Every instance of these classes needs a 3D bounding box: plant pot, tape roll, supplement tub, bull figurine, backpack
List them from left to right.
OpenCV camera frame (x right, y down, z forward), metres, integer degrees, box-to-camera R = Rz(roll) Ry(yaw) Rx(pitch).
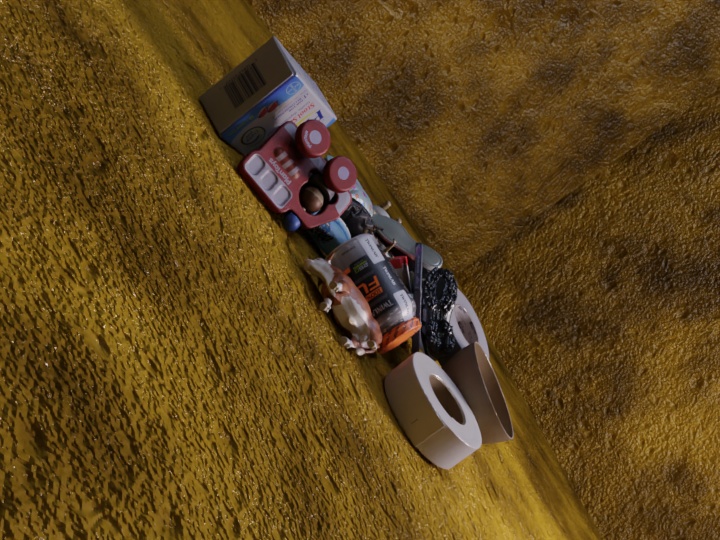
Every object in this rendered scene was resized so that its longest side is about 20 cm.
[{"bbox_3d":[-0.055,-0.157,1.674,0.167,0.126,0.201,41,14,-44],"label":"backpack"},{"bbox_3d":[-0.028,0.058,1.286,0.201,0.065,0.121,53,14,-4],"label":"bull figurine"},{"bbox_3d":[0.023,0.044,1.403,0.202,0.122,0.122,57,10,14],"label":"supplement tub"},{"bbox_3d":[0.130,0.249,1.348,0.203,0.070,0.203,48,17,-19],"label":"tape roll"},{"bbox_3d":[0.210,0.136,1.675,0.200,0.065,0.203,45,29,-34],"label":"tape roll"},{"bbox_3d":[0.210,0.264,1.519,0.202,0.132,0.202,59,16,-28],"label":"plant pot"}]

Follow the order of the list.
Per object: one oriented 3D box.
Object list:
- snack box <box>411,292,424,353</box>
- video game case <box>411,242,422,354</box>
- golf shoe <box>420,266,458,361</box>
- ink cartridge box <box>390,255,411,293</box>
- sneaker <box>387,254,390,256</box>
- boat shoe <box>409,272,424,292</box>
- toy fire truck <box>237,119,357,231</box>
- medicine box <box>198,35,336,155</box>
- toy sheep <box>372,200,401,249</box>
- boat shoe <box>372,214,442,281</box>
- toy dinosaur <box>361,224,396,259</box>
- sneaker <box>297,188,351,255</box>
[{"bbox_3d":[0.114,0.098,1.768,0.169,0.067,0.200,52,3,-24],"label":"snack box"},{"bbox_3d":[0.115,0.053,1.521,0.201,0.019,0.146,-78,169,-62],"label":"video game case"},{"bbox_3d":[0.152,0.091,1.554,0.095,0.076,0.203,112,-11,-59],"label":"golf shoe"},{"bbox_3d":[0.068,0.035,1.584,0.116,0.066,0.205,-20,103,-80],"label":"ink cartridge box"},{"bbox_3d":[0.030,-0.081,1.912,0.202,0.099,0.078,55,10,-5],"label":"sneaker"},{"bbox_3d":[0.145,0.026,1.784,0.072,0.060,0.202,48,-6,19],"label":"boat shoe"},{"bbox_3d":[-0.112,-0.164,1.372,0.201,0.168,0.111,51,-26,-21],"label":"toy fire truck"},{"bbox_3d":[-0.170,-0.307,1.429,0.104,0.181,0.200,58,10,23],"label":"medicine box"},{"bbox_3d":[0.017,-0.095,1.796,0.139,0.137,0.199,56,31,6],"label":"toy sheep"},{"bbox_3d":[0.091,-0.048,1.673,0.199,0.061,0.075,41,45,21],"label":"boat shoe"},{"bbox_3d":[0.011,-0.039,1.499,0.058,0.103,0.199,5,25,-47],"label":"toy dinosaur"},{"bbox_3d":[-0.095,-0.089,1.479,0.201,0.078,0.090,49,30,-17],"label":"sneaker"}]
